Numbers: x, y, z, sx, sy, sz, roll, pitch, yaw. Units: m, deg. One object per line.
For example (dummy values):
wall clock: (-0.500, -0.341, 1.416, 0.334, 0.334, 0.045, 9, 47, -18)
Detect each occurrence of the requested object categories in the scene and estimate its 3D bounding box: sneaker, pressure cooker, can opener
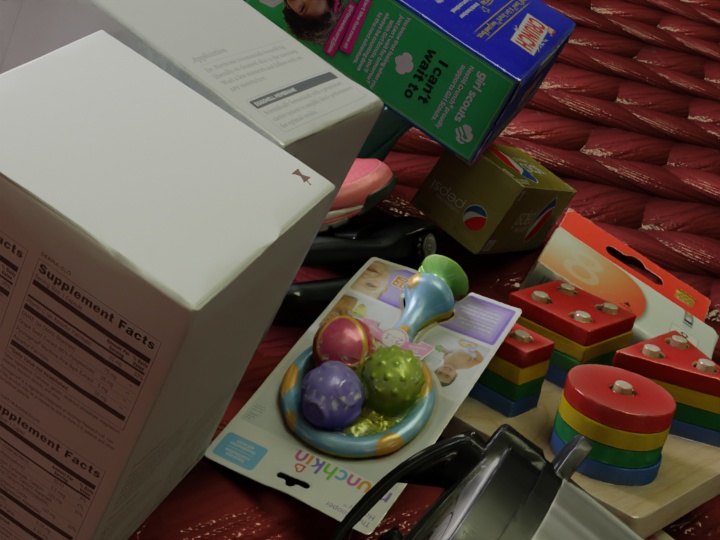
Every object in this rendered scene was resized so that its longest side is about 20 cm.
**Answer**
sneaker: (-0.074, -0.078, 0.863, 0.197, 0.088, 0.074, 3, 24, 8)
pressure cooker: (0.065, 0.184, 0.587, 0.199, 0.179, 0.176, 39, 43, 7)
can opener: (0.000, 0.000, 0.900, 0.078, 0.065, 0.199, -6, 5, 28)

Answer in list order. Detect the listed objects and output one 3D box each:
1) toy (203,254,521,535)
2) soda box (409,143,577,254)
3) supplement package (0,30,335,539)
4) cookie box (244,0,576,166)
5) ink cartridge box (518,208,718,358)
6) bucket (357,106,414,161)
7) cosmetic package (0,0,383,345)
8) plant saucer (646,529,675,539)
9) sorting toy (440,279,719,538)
toy: (0.006, 0.054, 0.767, 0.114, 0.048, 0.200, 20, 43, 24)
soda box: (0.111, -0.059, 1.019, 0.067, 0.064, 0.200, 39, 14, 15)
supplement package: (-0.138, 0.021, 0.628, 0.150, 0.201, 0.152, 33, 32, 7)
cookie box: (0.040, -0.183, 0.921, 0.199, 0.076, 0.171, 34, 31, 7)
ink cartridge box: (0.231, 0.013, 1.083, 0.161, 0.050, 0.200, 33, 35, 6)
bucket: (-0.057, -0.138, 0.980, 0.204, 0.136, 0.208, 20, 32, -13)
cosmetic package: (-0.128, -0.064, 0.756, 0.199, 0.201, 0.123, 37, 32, 13)
plant saucer: (0.145, 0.204, 0.743, 0.198, 0.051, 0.202, 20, 33, -13)
sorting toy: (0.153, 0.077, 0.848, 0.197, 0.071, 0.199, 27, 24, 35)
